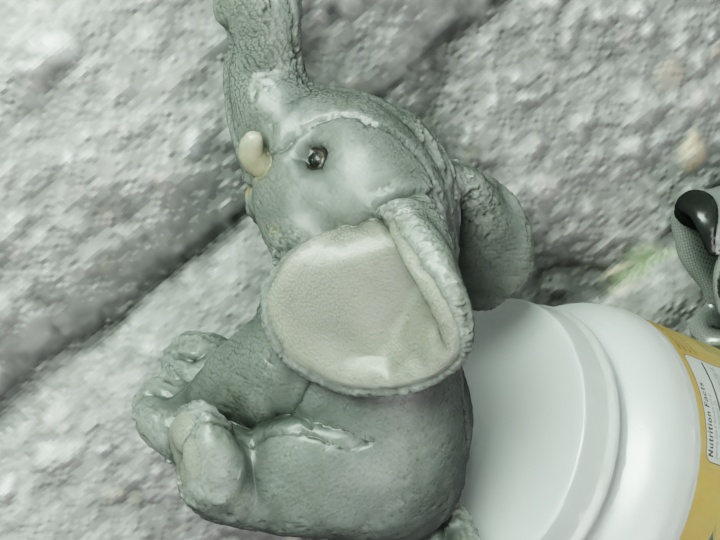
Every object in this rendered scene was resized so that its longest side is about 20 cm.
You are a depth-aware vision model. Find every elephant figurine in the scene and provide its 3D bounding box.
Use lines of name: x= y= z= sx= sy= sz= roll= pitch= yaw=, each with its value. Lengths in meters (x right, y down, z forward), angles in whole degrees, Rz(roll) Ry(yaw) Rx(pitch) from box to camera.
elephant figurine: x=0.000 y=0.000 z=1.002 sx=0.154 sy=0.142 sz=0.201 roll=9 pitch=121 yaw=-27

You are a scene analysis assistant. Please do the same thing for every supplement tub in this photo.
supplement tub: x=0.120 y=0.098 z=1.136 sx=0.199 sy=0.145 sz=0.145 roll=21 pitch=111 yaw=-37

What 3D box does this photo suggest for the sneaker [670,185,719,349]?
sneaker: x=0.196 y=-0.041 z=1.130 sx=0.115 sy=0.075 sz=0.201 roll=3 pitch=121 yaw=-28
